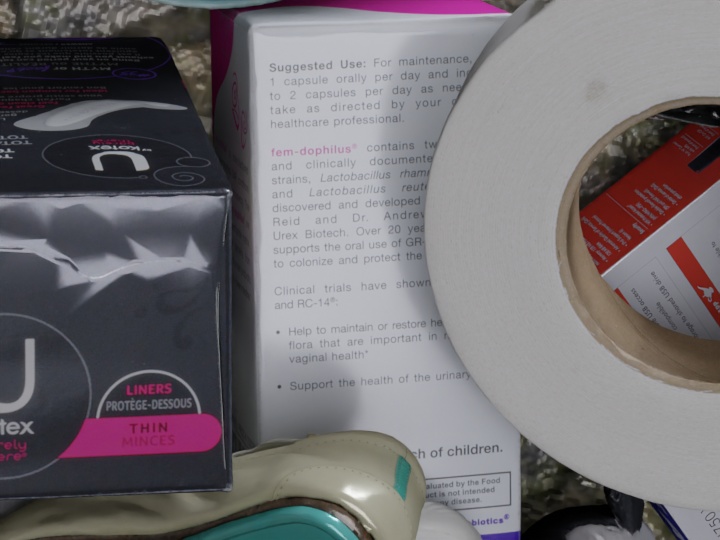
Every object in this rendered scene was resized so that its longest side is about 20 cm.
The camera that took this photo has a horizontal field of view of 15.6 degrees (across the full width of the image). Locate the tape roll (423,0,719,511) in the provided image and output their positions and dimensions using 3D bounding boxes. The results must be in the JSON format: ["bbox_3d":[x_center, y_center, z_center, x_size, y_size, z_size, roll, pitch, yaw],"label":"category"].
[{"bbox_3d":[0.120,-0.015,0.887,0.202,0.037,0.204,5,115,11],"label":"tape roll"}]

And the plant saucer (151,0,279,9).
[{"bbox_3d":[-0.057,-0.194,0.947,0.199,0.036,0.201,-1,92,-16],"label":"plant saucer"}]

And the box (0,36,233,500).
[{"bbox_3d":[-0.114,-0.006,0.898,0.121,0.200,0.107,-2,108,-10],"label":"box"}]

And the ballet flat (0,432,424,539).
[{"bbox_3d":[-0.063,0.094,0.913,0.199,0.069,0.070,-13,108,31],"label":"ballet flat"}]

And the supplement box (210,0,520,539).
[{"bbox_3d":[0.000,0.000,0.978,0.103,0.101,0.201,-4,103,-10],"label":"supplement box"}]

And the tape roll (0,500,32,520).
[{"bbox_3d":[-0.120,0.168,1.009,0.199,0.066,0.202,-3,103,-11],"label":"tape roll"}]

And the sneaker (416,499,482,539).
[{"bbox_3d":[-0.025,0.170,0.932,0.200,0.089,0.075,-44,121,12],"label":"sneaker"}]

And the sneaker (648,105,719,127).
[{"bbox_3d":[0.134,-0.083,0.960,0.066,0.200,0.091,-14,135,-38],"label":"sneaker"}]

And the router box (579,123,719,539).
[{"bbox_3d":[0.177,0.026,1.026,0.179,0.049,0.200,-38,118,-2],"label":"router box"}]

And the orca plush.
[{"bbox_3d":[0.060,0.137,0.987,0.071,0.200,0.106,6,116,16],"label":"orca plush"}]
